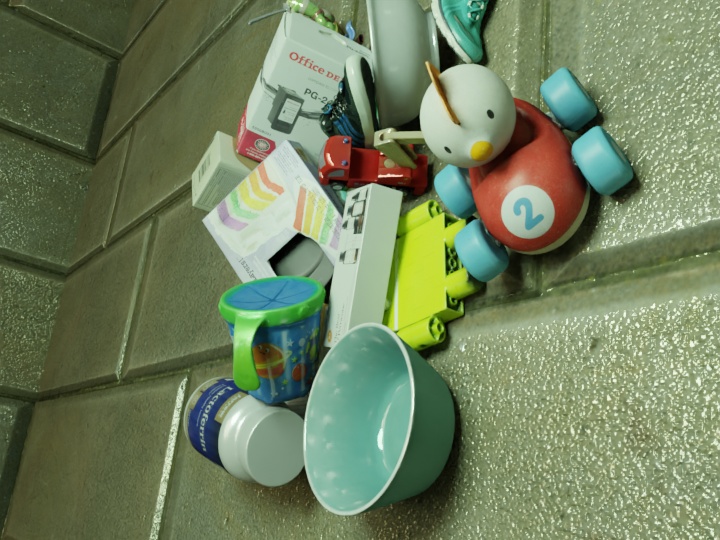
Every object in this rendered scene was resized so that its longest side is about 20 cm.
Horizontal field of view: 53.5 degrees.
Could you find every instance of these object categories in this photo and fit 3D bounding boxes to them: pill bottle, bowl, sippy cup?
[{"bbox_3d":[-0.155,0.217,0.967,0.198,0.114,0.119,4,77,55],"label":"pill bottle"},{"bbox_3d":[0.058,-0.290,0.959,0.201,0.087,0.208,-7,-90,-87],"label":"bowl"},{"bbox_3d":[0.030,0.170,0.795,0.199,0.103,0.206,-30,51,45],"label":"bowl"},{"bbox_3d":[-0.106,0.091,0.917,0.138,0.175,0.134,18,118,50],"label":"sippy cup"}]

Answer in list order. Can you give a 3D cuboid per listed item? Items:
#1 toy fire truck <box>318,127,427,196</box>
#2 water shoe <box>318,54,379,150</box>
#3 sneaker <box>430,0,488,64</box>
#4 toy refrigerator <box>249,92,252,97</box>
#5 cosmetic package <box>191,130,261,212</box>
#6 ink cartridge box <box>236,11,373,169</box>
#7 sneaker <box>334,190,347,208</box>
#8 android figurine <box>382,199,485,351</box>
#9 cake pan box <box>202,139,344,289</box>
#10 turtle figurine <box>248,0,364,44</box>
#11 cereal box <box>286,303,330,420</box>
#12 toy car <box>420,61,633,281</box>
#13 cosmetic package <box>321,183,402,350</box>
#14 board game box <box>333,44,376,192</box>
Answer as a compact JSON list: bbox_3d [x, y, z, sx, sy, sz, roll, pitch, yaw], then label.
[{"bbox_3d":[0.046,-0.143,0.888,0.141,0.194,0.050,112,163,-72],"label":"toy fire truck"},{"bbox_3d":[-0.018,-0.195,0.920,0.201,0.076,0.074,76,-168,-66],"label":"water shoe"},{"bbox_3d":[0.138,-0.358,0.930,0.078,0.077,0.206,-19,60,35],"label":"sneaker"},{"bbox_3d":[-0.135,-0.374,1.342,0.201,0.069,0.077,-50,38,28],"label":"toy refrigerator"},{"bbox_3d":[-0.158,-0.129,1.134,0.105,0.196,0.072,-46,40,33],"label":"cosmetic package"},{"bbox_3d":[-0.084,-0.250,1.059,0.202,0.142,0.085,-57,23,36],"label":"ink cartridge box"},{"bbox_3d":[-0.088,-0.044,1.089,0.201,0.090,0.079,-52,38,27],"label":"sneaker"},{"bbox_3d":[0.069,0.010,0.877,0.198,0.040,0.187,-25,54,47],"label":"android figurine"},{"bbox_3d":[-0.108,-0.051,1.037,0.183,0.052,0.202,-38,79,17],"label":"cake pan box"},{"bbox_3d":[-0.098,-0.370,1.172,0.197,0.146,0.195,-30,18,12],"label":"turtle figurine"},{"bbox_3d":[-0.087,0.161,1.032,0.142,0.039,0.206,-19,60,52],"label":"cereal box"},{"bbox_3d":[0.123,-0.124,0.694,0.183,0.198,0.180,-38,45,28],"label":"toy car"},{"bbox_3d":[0.000,0.000,0.901,0.082,0.049,0.206,173,108,-68],"label":"cosmetic package"},{"bbox_3d":[-0.005,-0.239,1.120,0.134,0.029,0.205,-34,48,45],"label":"board game box"}]
